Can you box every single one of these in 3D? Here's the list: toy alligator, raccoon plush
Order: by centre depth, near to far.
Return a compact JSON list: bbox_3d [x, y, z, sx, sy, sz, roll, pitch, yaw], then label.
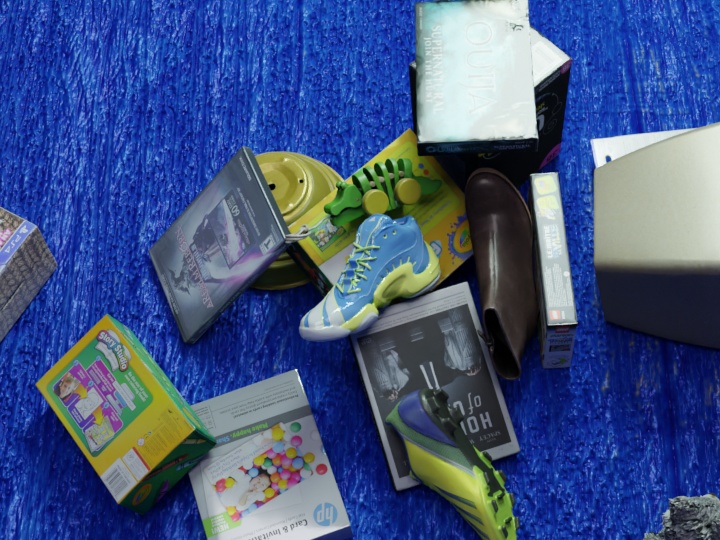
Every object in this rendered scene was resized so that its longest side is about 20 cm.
[{"bbox_3d":[0.334,0.323,1.305,0.096,0.134,0.202,5,61,6],"label":"raccoon plush"},{"bbox_3d":[-0.001,-0.087,1.465,0.198,0.059,0.055,-20,103,-17],"label":"toy alligator"}]

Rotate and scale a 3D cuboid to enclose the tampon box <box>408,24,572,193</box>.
[{"bbox_3d":[0.157,-0.192,1.575,0.150,0.201,0.126,-38,65,-15],"label":"tampon box"}]

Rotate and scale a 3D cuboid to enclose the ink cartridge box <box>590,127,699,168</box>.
[{"bbox_3d":[0.391,-0.128,1.616,0.198,0.037,0.096,-5,61,-1],"label":"ink cartridge box"}]

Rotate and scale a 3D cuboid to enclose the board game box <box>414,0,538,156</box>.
[{"bbox_3d":[0.129,-0.222,1.463,0.134,0.028,0.202,-2,61,4],"label":"board game box"}]

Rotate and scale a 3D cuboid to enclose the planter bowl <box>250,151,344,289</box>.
[{"bbox_3d":[-0.105,-0.083,1.601,0.198,0.084,0.202,-2,61,3],"label":"planter bowl"}]

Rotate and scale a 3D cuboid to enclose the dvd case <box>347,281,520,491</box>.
[{"bbox_3d":[0.080,0.130,1.458,0.149,0.025,0.202,-17,82,-5],"label":"dvd case"}]

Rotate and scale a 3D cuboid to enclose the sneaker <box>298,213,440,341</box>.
[{"bbox_3d":[0.000,0.000,1.426,0.199,0.106,0.075,-29,18,-38],"label":"sneaker"}]

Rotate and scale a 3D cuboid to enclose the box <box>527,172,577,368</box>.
[{"bbox_3d":[0.221,0.000,1.513,0.034,0.110,0.202,-3,61,2],"label":"box"}]

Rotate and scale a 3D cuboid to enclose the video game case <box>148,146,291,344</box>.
[{"bbox_3d":[-0.170,-0.029,1.540,0.200,0.019,0.144,-43,57,27],"label":"video game case"}]

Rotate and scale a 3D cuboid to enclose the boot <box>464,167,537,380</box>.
[{"bbox_3d":[0.157,0.001,1.448,0.072,0.202,0.167,-11,23,16],"label":"boot"}]

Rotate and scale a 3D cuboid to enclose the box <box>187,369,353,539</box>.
[{"bbox_3d":[-0.112,0.227,1.450,0.154,0.041,0.201,-18,62,-5],"label":"box"}]

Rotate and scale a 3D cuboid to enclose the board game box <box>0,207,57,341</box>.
[{"bbox_3d":[-0.504,-0.009,1.581,0.199,0.097,0.160,26,65,17],"label":"board game box"}]

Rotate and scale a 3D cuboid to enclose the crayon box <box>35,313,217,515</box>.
[{"bbox_3d":[-0.267,0.160,1.462,0.119,0.058,0.200,-44,59,0],"label":"crayon box"}]

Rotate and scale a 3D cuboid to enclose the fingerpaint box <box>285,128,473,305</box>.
[{"bbox_3d":[0.031,-0.039,1.540,0.200,0.073,0.167,-41,90,-17],"label":"fingerpaint box"}]

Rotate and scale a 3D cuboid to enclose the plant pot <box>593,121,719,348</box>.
[{"bbox_3d":[0.360,-0.035,1.485,0.175,0.200,0.202,-2,60,16],"label":"plant pot"}]

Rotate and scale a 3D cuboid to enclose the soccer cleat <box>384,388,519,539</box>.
[{"bbox_3d":[0.101,0.223,1.412,0.083,0.065,0.201,-33,87,25],"label":"soccer cleat"}]
